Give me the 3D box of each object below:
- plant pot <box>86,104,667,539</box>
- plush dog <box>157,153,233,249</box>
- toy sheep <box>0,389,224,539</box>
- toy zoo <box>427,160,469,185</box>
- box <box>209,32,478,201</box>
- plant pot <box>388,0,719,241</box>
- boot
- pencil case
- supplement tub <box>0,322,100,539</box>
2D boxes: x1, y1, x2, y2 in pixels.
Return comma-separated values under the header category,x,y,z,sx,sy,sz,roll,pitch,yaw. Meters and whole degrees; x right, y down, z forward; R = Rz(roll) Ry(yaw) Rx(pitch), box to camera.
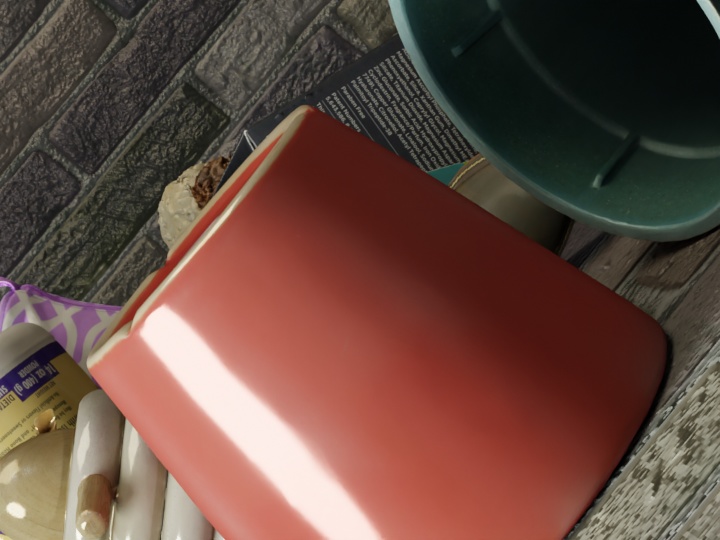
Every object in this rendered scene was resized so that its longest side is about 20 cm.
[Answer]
category,x,y,z,sx,sy,sz,roll,pitch,yaw
plant pot,-0.002,0.042,0.930,0.201,0.177,0.200,-49,7,8
plush dog,-0.072,-0.006,1.608,0.161,0.172,0.200,-53,9,-24
toy sheep,-0.076,0.112,1.054,0.138,0.198,0.139,-170,90,-82
toy zoo,0.000,0.000,1.236,0.131,0.020,0.200,-51,-17,30
box,0.022,-0.070,1.379,0.199,0.105,0.148,-33,-6,-18
plant pot,0.148,-0.151,1.024,0.196,0.200,0.200,-43,4,-28
boot,0.055,0.018,1.178,0.200,0.074,0.097,-57,10,45
pencil case,-0.119,0.055,1.329,0.084,0.198,0.086,-91,5,-80
supplement tub,-0.167,0.145,1.227,0.145,0.200,0.145,-43,-1,-1
